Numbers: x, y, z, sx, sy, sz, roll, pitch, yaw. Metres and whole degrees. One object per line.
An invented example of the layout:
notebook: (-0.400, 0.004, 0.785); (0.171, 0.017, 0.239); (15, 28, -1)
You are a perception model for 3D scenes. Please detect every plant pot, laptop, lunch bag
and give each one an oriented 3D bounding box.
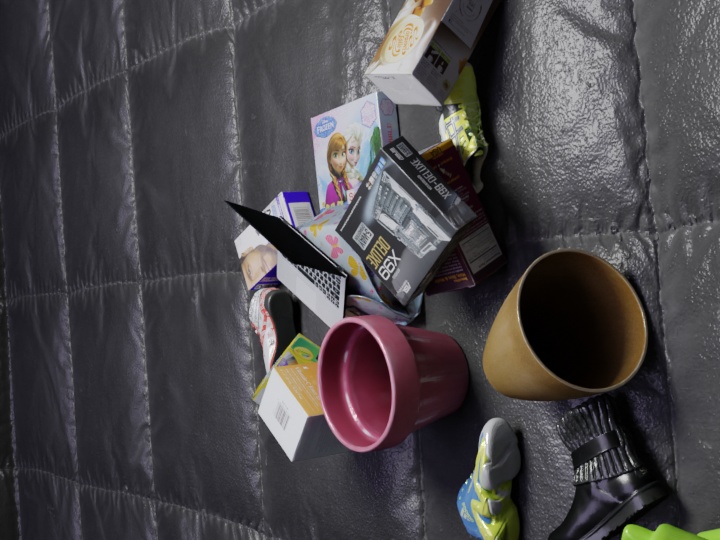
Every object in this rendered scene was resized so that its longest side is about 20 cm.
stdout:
plant pot: (0.242, 0.095, 1.451); (0.200, 0.185, 0.188); (-46, 56, 60)
laptop: (-0.119, -0.001, 1.746); (0.187, 0.115, 0.202); (41, 140, 37)
plant pot: (0.059, 0.166, 1.685); (0.199, 0.178, 0.202); (5, 96, 54)
lunch bag: (0.000, 0.000, 1.791); (0.169, 0.127, 0.201); (-1, 119, 54)

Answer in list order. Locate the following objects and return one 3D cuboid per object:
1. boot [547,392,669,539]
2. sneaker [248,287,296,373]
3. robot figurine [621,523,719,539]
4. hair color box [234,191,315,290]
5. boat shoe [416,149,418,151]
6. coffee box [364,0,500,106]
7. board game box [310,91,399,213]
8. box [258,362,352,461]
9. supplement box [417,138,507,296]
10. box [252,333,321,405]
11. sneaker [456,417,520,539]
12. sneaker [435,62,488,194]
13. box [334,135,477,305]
boot: (0.293, 0.276, 1.454); (0.211, 0.079, 0.159); (-47, 62, 32)
sneaker: (-0.162, 0.131, 2.088); (0.108, 0.067, 0.204); (-169, 73, -64)
robot figurine: (0.388, 0.368, 1.270); (0.198, 0.176, 0.116); (19, 147, 21)
hair color box: (-0.155, -0.053, 2.062); (0.200, 0.064, 0.110); (-41, 61, 49)
boat shoe: (0.100, -0.093, 1.712); (0.065, 0.073, 0.202); (-3, 100, 49)
coffee box: (0.107, -0.342, 1.589); (0.114, 0.080, 0.201); (15, 72, 52)
board game box: (-0.006, -0.181, 1.864); (0.199, 0.041, 0.202); (-12, 83, 53)
box: (-0.047, 0.224, 1.817); (0.124, 0.198, 0.098); (47, 128, 40)
supplement box: (0.115, -0.075, 1.613); (0.110, 0.085, 0.201); (-15, 103, 52)
box: (-0.102, 0.195, 1.968); (0.117, 0.049, 0.200); (35, 133, -4)
sneaker: (0.177, 0.311, 1.622); (0.105, 0.075, 0.202); (6, 98, 54)
sneaker: (0.157, -0.205, 1.625); (0.076, 0.075, 0.202); (19, 119, 44)
box: (0.061, -0.067, 1.566); (0.158, 0.050, 0.200); (48, 143, 12)
